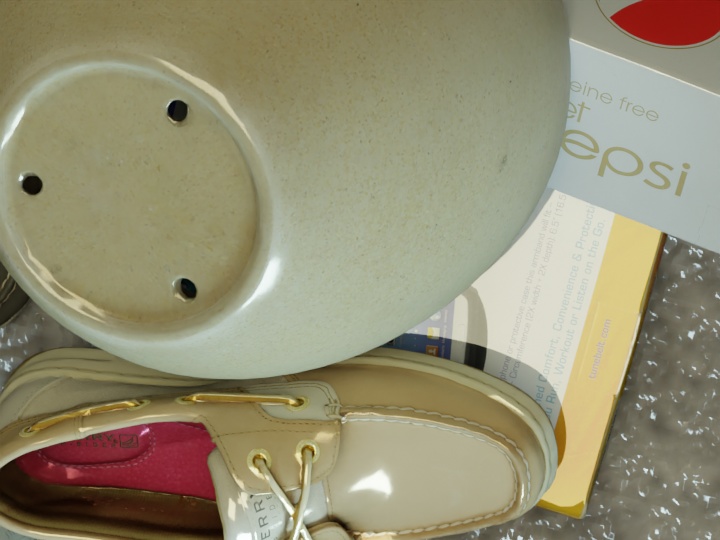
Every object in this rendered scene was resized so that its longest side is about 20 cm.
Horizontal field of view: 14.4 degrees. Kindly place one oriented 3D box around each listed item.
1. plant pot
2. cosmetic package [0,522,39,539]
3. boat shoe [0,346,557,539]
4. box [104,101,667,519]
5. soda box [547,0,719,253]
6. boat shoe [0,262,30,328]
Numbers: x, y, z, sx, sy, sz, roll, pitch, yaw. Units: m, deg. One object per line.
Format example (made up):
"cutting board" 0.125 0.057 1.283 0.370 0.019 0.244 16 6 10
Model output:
"plant pot" -0.047 -0.046 0.874 0.199 0.135 0.202 8 116 16
"cosmetic package" -0.213 0.067 0.941 0.123 0.199 0.201 -33 90 9
"boat shoe" -0.035 0.071 0.950 0.199 0.069 0.074 0 120 17
"box" 0.000 0.000 0.990 0.199 0.041 0.120 17 97 8
"soda box" 0.064 -0.074 0.944 0.199 0.064 0.068 22 137 10
"boat shoe" -0.125 -0.074 0.990 0.066 0.057 0.201 15 96 6
